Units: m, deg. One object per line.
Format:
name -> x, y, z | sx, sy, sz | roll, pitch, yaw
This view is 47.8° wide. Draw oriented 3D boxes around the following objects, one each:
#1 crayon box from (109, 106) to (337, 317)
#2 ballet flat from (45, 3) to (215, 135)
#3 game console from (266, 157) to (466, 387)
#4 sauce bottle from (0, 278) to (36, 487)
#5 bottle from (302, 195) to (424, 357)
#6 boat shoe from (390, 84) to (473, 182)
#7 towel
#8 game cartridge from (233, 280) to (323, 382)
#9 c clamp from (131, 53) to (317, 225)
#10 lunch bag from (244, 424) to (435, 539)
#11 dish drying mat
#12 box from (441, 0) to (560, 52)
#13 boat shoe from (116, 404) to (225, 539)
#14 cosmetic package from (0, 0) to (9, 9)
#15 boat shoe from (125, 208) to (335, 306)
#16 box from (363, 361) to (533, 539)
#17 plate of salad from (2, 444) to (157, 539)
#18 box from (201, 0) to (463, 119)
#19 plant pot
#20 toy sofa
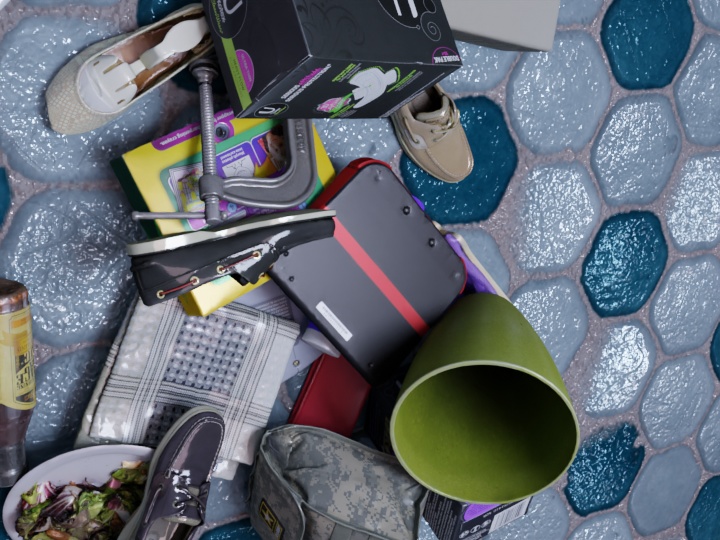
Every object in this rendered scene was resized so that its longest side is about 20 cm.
crayon box -> -0.122, -0.075, 0.830 | 0.200, 0.058, 0.173 | -31, 105, -27
ballet flat -> -0.213, -0.199, 0.771 | 0.200, 0.062, 0.067 | -39, 111, -15
game console -> 0.013, 0.000, 0.867 | 0.177, 0.031, 0.200 | -48, 115, -14
sauce bottle -> -0.347, 0.110, 0.783 | 0.066, 0.066, 0.200 | -7, 111, -28
bottle -> 0.000, 0.000, 0.921 | 0.065, 0.084, 0.200 | 32, 77, -22
boat shoe -> 0.079, -0.177, 0.941 | 0.072, 0.065, 0.200 | -45, 120, -12
towel -> -0.177, 0.124, 0.859 | 0.192, 0.035, 0.200 | 21, 94, -32
game cartridge -> -0.140, 0.079, 0.908 | 0.200, 0.042, 0.133 | -20, 117, -24
c clamp -> -0.121, -0.131, 0.770 | 0.171, 0.027, 0.200 | 6, 67, -18
lunch bag -> -0.035, 0.268, 0.913 | 0.200, 0.118, 0.164 | 19, 137, 4
dish drying mat -> -0.029, 0.142, 0.974 | 0.077, 0.018, 0.200 | 23, 92, 6
box -> 0.120, -0.302, 0.915 | 0.200, 0.095, 0.078 | 2, 102, -32
boat shoe -> -0.182, 0.233, 0.806 | 0.072, 0.065, 0.200 | 30, 87, -42
cosmetic package -> -0.354, -0.249, 0.616 | 0.200, 0.165, 0.165 | -50, 121, -9
boat shoe -> -0.113, -0.018, 0.760 | 0.201, 0.074, 0.063 | -16, 98, -23
box -> 0.106, 0.211, 0.975 | 0.122, 0.200, 0.106 | -18, 138, -24
plate of salad -> -0.264, 0.255, 0.844 | 0.200, 0.048, 0.200 | -10, 131, -11
box -> -0.028, -0.235, 0.775 | 0.200, 0.124, 0.149 | -11, 79, -43
plant pot -> 0.133, 0.114, 0.890 | 0.187, 0.200, 0.187 | 3, 121, 6
toy sofa -> 0.113, 0.032, 1.002 | 0.083, 0.098, 0.200 | -48, 122, -10
